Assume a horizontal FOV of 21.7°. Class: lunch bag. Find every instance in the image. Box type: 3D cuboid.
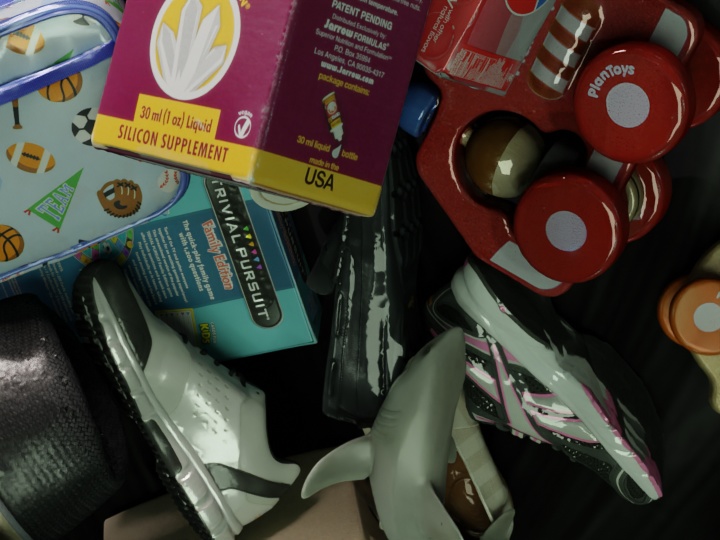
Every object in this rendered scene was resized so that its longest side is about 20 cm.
[{"bbox_3d":[-0.208,-0.078,1.064,0.200,0.076,0.160,-21,125,5],"label":"lunch bag"}]

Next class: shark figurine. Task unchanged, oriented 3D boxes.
[{"bbox_3d":[0.052,0.153,1.137,0.128,0.089,0.215,-35,129,-17],"label":"shark figurine"}]

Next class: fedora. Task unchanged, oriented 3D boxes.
[{"bbox_3d":[-0.199,0.086,1.121,0.092,0.201,0.201,-29,114,3],"label":"fedora"}]

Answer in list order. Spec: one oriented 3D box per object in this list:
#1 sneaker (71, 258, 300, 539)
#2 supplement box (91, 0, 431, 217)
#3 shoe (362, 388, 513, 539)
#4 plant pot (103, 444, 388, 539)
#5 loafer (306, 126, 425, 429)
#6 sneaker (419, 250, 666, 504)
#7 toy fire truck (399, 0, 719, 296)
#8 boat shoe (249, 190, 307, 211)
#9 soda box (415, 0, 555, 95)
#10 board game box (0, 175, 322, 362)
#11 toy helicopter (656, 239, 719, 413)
[{"bbox_3d":[-0.109,0.073,1.168,0.080,0.074,0.200,-33,109,-14],"label":"sneaker"},{"bbox_3d":[-0.044,-0.142,0.997,0.103,0.131,0.200,14,90,-48],"label":"supplement box"},{"bbox_3d":[0.047,0.112,1.229,0.070,0.053,0.200,-25,114,17],"label":"shoe"},{"bbox_3d":[-0.040,0.235,1.233,0.177,0.200,0.200,-33,112,8],"label":"plant pot"},{"bbox_3d":[0.000,0.000,1.149,0.070,0.068,0.201,2,103,18],"label":"loafer"},{"bbox_3d":[0.113,0.076,1.202,0.086,0.080,0.200,-37,101,30],"label":"sneaker"},{"bbox_3d":[0.109,-0.095,1.094,0.168,0.112,0.200,33,118,14],"label":"toy fire truck"},{"bbox_3d":[-0.018,-0.130,1.086,0.075,0.062,0.200,6,118,-37],"label":"boat shoe"},{"bbox_3d":[0.085,-0.199,1.009,0.063,0.070,0.200,8,115,-52],"label":"soda box"},{"bbox_3d":[-0.141,-0.008,1.180,0.200,0.047,0.151,-12,118,10],"label":"board game box"},{"bbox_3d":[0.279,0.062,1.148,0.132,0.079,0.200,-30,90,3],"label":"toy helicopter"}]
